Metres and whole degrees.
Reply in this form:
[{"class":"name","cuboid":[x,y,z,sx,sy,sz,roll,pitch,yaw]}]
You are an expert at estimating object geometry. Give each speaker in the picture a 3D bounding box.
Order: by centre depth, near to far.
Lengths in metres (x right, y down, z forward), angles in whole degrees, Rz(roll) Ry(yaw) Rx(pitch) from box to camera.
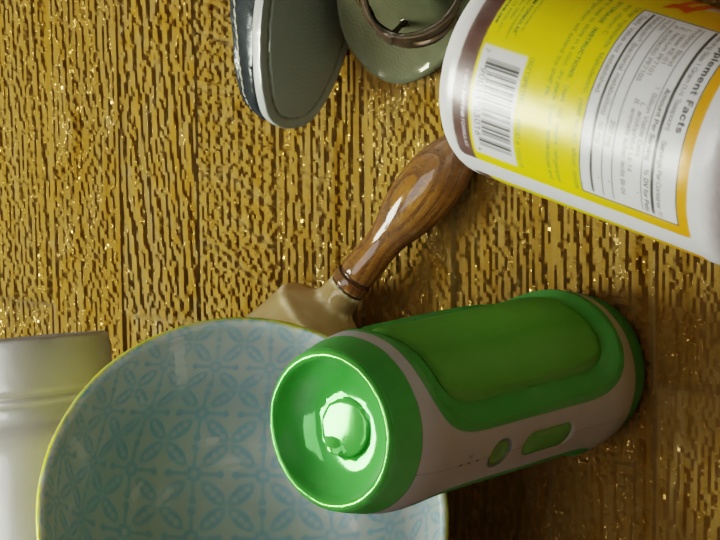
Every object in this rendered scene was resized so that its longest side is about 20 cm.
[{"class":"speaker","cuboid":[0.049,0.059,1.047,0.088,0.200,0.089,7,101,39]}]

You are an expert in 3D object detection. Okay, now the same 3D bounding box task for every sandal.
[{"class":"sandal","cuboid":[0.026,-0.148,1.083,0.080,0.057,0.201,40,155,2]}]

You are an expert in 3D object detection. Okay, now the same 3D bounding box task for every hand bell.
[{"class":"hand bell","cuboid":[0.000,0.000,1.174,0.200,0.104,0.104,-50,64,19]}]

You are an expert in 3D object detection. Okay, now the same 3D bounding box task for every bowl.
[{"class":"bowl","cuboid":[-0.060,0.135,1.106,0.200,0.200,0.108,58,163,18]}]

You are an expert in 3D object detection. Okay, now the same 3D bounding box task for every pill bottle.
[{"class":"pill bottle","cuboid":[0.141,-0.069,1.011,0.200,0.109,0.109,23,111,35]},{"class":"pill bottle","cuboid":[-0.169,0.135,1.164,0.113,0.113,0.200,-6,90,41]}]

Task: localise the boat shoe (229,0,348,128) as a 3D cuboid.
[{"class":"boat shoe","cuboid":[-0.043,-0.176,1.180,0.060,0.076,0.200,8,89,39]}]
